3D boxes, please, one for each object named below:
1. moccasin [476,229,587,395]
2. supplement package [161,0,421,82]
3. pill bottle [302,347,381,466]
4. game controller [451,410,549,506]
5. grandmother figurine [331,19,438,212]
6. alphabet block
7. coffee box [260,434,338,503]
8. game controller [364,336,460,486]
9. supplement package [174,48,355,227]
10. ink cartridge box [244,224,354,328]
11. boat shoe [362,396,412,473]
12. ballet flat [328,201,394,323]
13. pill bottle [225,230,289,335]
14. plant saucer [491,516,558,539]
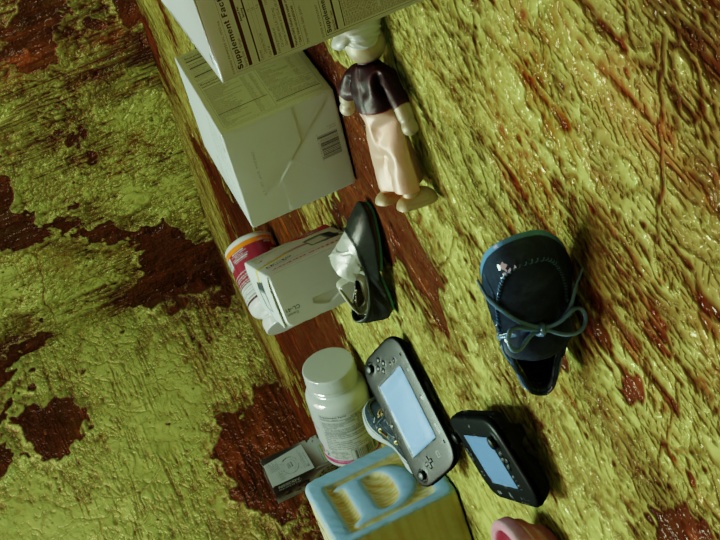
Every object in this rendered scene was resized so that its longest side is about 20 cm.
[{"bbox_3d":[0.140,0.037,0.941,0.200,0.080,0.069,59,-164,-61],"label":"moccasin"},{"bbox_3d":[-0.060,-0.273,0.920,0.191,0.199,0.148,52,163,53],"label":"supplement package"},{"bbox_3d":[-0.034,0.243,2.186,0.113,0.113,0.201,-127,18,-54],"label":"pill bottle"},{"bbox_3d":[0.145,0.198,1.302,0.200,0.042,0.105,142,105,-80],"label":"game controller"},{"bbox_3d":[0.018,-0.161,1.192,0.121,0.060,0.202,12,126,44],"label":"grandmother figurine"},{"bbox_3d":[0.053,0.407,1.858,0.195,0.195,0.202,-131,20,-64],"label":"alphabet block"},{"bbox_3d":[-0.131,0.467,2.945,0.113,0.199,0.080,84,159,-59],"label":"coffee box"},{"bbox_3d":[0.069,0.190,1.663,0.201,0.042,0.105,63,149,20],"label":"game controller"},{"bbox_3d":[-0.123,-0.194,1.569,0.200,0.150,0.153,-124,14,-45],"label":"supplement package"},{"bbox_3d":[-0.076,0.005,1.780,0.086,0.147,0.200,67,169,-10],"label":"ink cartridge box"},{"bbox_3d":[0.055,0.214,1.799,0.200,0.070,0.092,38,149,57],"label":"boat shoe"},{"bbox_3d":[0.000,0.000,1.591,0.068,0.068,0.201,-123,14,-45],"label":"ballet flat"},{"bbox_3d":[-0.198,0.027,2.569,0.113,0.112,0.201,94,151,-69],"label":"pill bottle"},{"bbox_3d":[0.209,0.358,1.338,0.201,0.050,0.202,90,154,-65],"label":"plant saucer"}]
